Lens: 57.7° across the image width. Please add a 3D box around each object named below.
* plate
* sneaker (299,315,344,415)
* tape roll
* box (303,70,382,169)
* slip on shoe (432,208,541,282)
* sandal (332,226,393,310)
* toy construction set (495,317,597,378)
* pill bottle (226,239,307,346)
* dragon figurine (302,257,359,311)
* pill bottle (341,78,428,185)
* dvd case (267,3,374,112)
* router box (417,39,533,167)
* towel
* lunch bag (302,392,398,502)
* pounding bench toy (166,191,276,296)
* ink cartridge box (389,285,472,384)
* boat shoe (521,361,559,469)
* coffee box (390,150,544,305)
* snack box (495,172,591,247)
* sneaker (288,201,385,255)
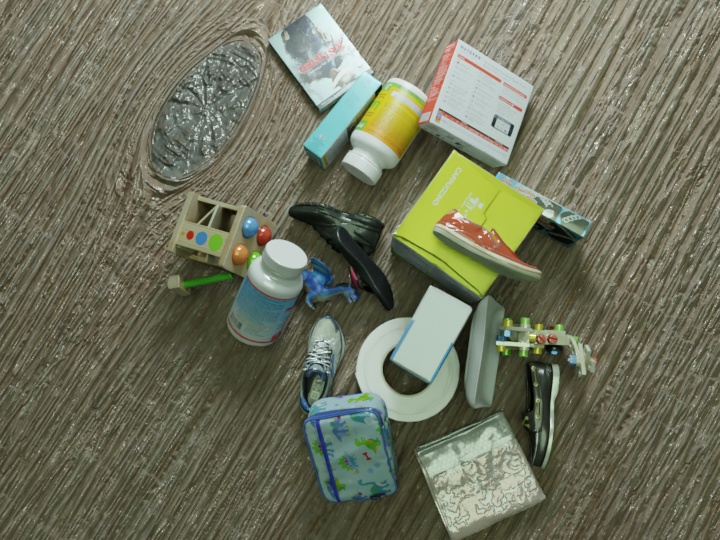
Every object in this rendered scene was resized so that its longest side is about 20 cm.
[{"bbox_3d":[0.230,0.155,1.223,0.032,0.200,0.200,6,82,21],"label":"plate"},{"bbox_3d":[-0.077,0.188,1.284,0.077,0.085,0.200,7,82,4],"label":"sneaker"},{"bbox_3d":[0.091,0.194,1.283,0.202,0.071,0.203,0,83,3],"label":"tape roll"},{"bbox_3d":[-0.034,-0.309,1.351,0.049,0.082,0.200,38,85,8],"label":"box"},{"bbox_3d":[0.221,-0.041,1.111,0.200,0.074,0.061,31,82,8],"label":"slip on shoe"},{"bbox_3d":[0.000,0.000,1.298,0.045,0.075,0.200,-32,108,23],"label":"sandal"},{"bbox_3d":[0.349,0.136,1.243,0.200,0.131,0.092,18,83,1],"label":"toy construction set"},{"bbox_3d":[-0.176,0.043,1.252,0.109,0.109,0.200,34,122,7],"label":"pill bottle"},{"bbox_3d":[-0.091,0.014,1.319,0.099,0.059,0.200,-45,74,-4],"label":"dragon figurine"},{"bbox_3d":[0.049,-0.278,1.327,0.111,0.111,0.200,33,85,7],"label":"pill bottle"},{"bbox_3d":[-0.085,-0.458,1.404,0.146,0.022,0.200,-35,83,-2],"label":"dvd case"},{"bbox_3d":[0.234,-0.331,1.312,0.200,0.049,0.180,24,83,-23],"label":"router box"},{"bbox_3d":[0.230,0.397,1.268,0.200,0.032,0.191,-24,82,0],"label":"towel"},{"bbox_3d":[-0.018,0.336,1.227,0.161,0.082,0.200,-8,108,10],"label":"lunch bag"},{"bbox_3d":[-0.275,-0.029,1.281,0.156,0.124,0.200,16,83,25],"label":"pounding bench toy"},{"bbox_3d":[0.122,0.119,1.157,0.085,0.200,0.145,29,84,10],"label":"ink cartridge box"},{"bbox_3d":[0.340,0.276,1.260,0.060,0.072,0.201,9,75,4],"label":"boat shoe"},{"bbox_3d":[0.194,-0.072,1.248,0.200,0.198,0.200,35,85,7],"label":"coffee box"},{"bbox_3d":[0.343,-0.117,1.288,0.200,0.116,0.037,30,85,7],"label":"snack box"},{"bbox_3d":[-0.055,-0.085,1.329,0.200,0.076,0.091,16,92,8],"label":"sneaker"}]
